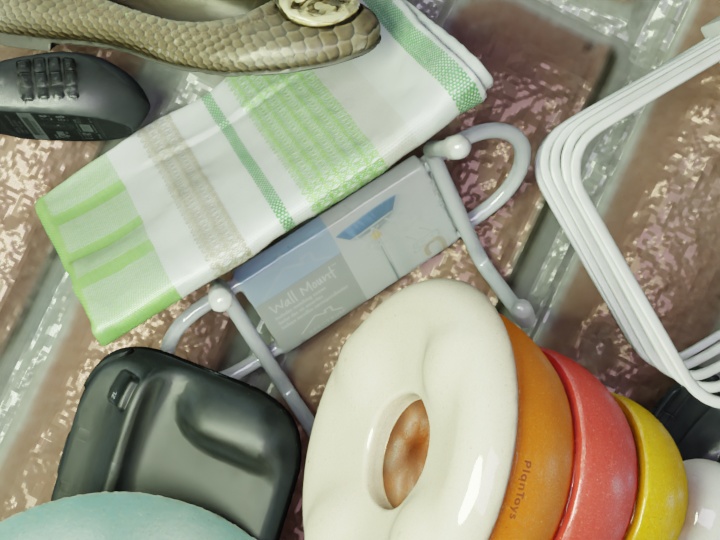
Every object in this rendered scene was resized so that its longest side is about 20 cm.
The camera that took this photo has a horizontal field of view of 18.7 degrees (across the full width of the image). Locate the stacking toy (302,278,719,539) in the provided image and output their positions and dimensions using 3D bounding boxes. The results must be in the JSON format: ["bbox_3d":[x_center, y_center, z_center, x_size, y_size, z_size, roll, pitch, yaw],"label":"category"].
[{"bbox_3d":[0.087,0.096,0.925,0.199,0.146,0.147,17,90,-28],"label":"stacking toy"}]

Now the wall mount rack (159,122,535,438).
[{"bbox_3d":[0.000,0.000,0.964,0.199,0.174,0.075,-34,56,-3],"label":"wall mount rack"}]

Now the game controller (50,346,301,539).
[{"bbox_3d":[-0.095,0.138,0.964,0.104,0.042,0.201,19,101,6],"label":"game controller"}]

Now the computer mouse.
[{"bbox_3d":[-0.195,-0.085,1.006,0.199,0.059,0.034,3,80,0],"label":"computer mouse"}]

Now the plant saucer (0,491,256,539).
[{"bbox_3d":[-0.105,0.194,0.911,0.200,0.039,0.202,-3,101,-17],"label":"plant saucer"}]

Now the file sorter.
[{"bbox_3d":[0.159,-0.029,0.958,0.124,0.200,0.139,-30,93,1],"label":"file sorter"}]

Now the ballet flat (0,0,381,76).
[{"bbox_3d":[-0.085,-0.121,0.977,0.199,0.067,0.047,8,115,23],"label":"ballet flat"}]

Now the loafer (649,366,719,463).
[{"bbox_3d":[0.111,0.131,1.028,0.201,0.068,0.070,-45,58,4],"label":"loafer"}]

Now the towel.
[{"bbox_3d":[-0.049,-0.056,0.970,0.199,0.149,0.031,-33,117,-3],"label":"towel"}]
